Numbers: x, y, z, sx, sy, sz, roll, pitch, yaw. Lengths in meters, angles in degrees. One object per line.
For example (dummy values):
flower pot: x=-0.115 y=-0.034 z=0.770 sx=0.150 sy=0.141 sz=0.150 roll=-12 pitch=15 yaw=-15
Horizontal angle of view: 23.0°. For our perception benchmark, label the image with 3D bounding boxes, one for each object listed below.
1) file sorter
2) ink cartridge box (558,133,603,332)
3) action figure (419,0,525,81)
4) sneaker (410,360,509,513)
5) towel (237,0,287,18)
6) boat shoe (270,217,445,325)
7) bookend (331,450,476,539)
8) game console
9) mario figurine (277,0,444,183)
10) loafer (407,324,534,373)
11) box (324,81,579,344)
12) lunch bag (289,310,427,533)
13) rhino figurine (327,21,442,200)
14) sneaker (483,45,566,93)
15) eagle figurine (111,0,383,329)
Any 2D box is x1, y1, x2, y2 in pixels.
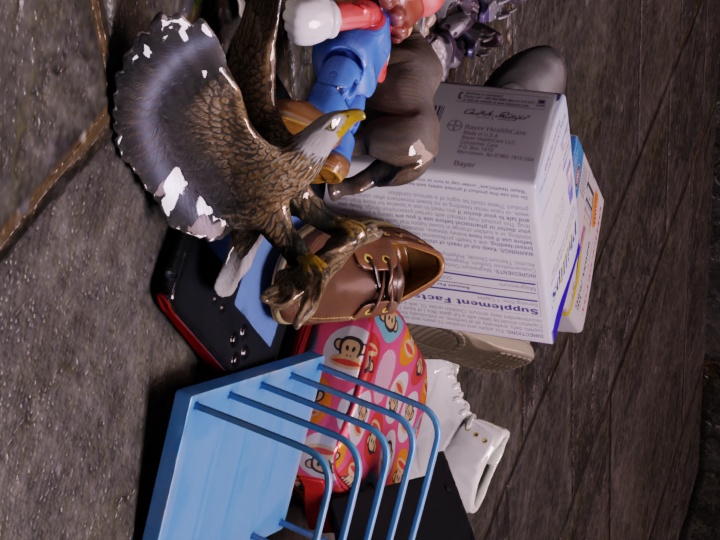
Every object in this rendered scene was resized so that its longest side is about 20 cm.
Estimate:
file sorter: x=-0.043 y=0.152 z=1.220 sx=0.200 sy=0.122 sz=0.140 roll=-11 pitch=117 yaw=-64
ink cartridge box: x=0.145 y=-0.039 z=1.720 sx=0.200 sy=0.143 sz=0.149 roll=46 pitch=54 yaw=-68
action figure: x=0.079 y=-0.201 z=1.573 sx=0.200 sy=0.069 sz=0.131 roll=-46 pitch=153 yaw=-53
sneaker: x=0.092 y=0.131 z=1.687 sx=0.074 sy=0.114 sz=0.202 roll=33 pitch=65 yaw=-68
towel: x=-0.049 y=-0.286 z=1.218 sx=0.200 sy=0.034 sz=0.194 roll=-57 pitch=153 yaw=-56
boat shoe: x=0.000 y=0.000 z=1.314 sx=0.200 sy=0.067 sz=0.073 roll=-18 pitch=117 yaw=-61
bookend: x=0.000 y=0.264 z=1.334 sx=0.093 sy=0.198 sz=0.200 roll=86 pitch=-13 yaw=-50
game console: x=-0.078 y=-0.031 z=1.235 sx=0.177 sy=0.031 sz=0.202 roll=63 pitch=38 yaw=-61
mario figurine: x=-0.017 y=-0.164 z=1.261 sx=0.123 sy=0.106 sz=0.201 roll=-33 pitch=-151 yaw=59
loafer: x=0.081 y=0.044 z=1.627 sx=0.199 sy=0.075 sz=0.069 roll=21 pitch=54 yaw=-45
box: x=0.076 y=-0.050 z=1.448 sx=0.201 sy=0.182 sz=0.106 roll=77 pitch=26 yaw=-49
lunch bag: x=-0.010 y=0.128 z=1.430 sx=0.200 sy=0.081 sz=0.178 roll=63 pitch=40 yaw=-61
rhino figurine: x=0.020 y=-0.141 z=1.364 sx=0.060 sy=0.087 sz=0.201 roll=73 pitch=16 yaw=-48
sneaker: x=0.118 y=-0.114 z=1.578 sx=0.201 sy=0.076 sz=0.091 roll=-54 pitch=-177 yaw=3
eagle figurine: x=-0.066 y=-0.081 z=1.115 sx=0.201 sy=0.150 sz=0.152 roll=55 pitch=-5 yaw=-10
